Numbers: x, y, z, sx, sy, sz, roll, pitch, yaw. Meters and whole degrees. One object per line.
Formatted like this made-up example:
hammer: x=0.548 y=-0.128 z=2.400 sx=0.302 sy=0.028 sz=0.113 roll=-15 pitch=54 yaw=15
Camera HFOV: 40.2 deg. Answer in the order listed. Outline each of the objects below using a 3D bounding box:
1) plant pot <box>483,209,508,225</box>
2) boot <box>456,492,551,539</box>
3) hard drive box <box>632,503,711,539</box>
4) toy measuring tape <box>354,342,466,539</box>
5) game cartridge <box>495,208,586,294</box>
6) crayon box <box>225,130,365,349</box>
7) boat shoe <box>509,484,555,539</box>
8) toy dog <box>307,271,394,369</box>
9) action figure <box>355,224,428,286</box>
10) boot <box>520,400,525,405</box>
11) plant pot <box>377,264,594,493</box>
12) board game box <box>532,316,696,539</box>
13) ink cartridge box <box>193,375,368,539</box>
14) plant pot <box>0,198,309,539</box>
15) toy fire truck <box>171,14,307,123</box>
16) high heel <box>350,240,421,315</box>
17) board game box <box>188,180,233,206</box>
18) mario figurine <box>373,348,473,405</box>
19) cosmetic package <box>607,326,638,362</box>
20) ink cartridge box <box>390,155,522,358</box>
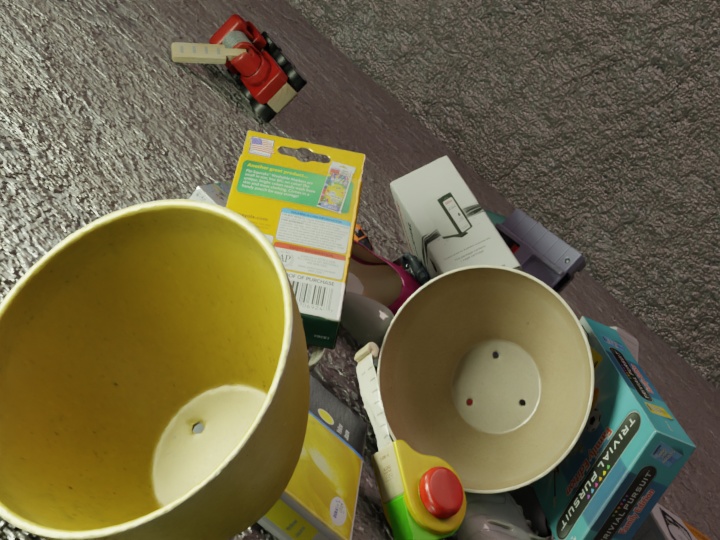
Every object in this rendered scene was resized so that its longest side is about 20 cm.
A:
plant pot: x=0.149 y=0.004 z=1.368 sx=0.159 sy=0.203 sz=0.201 roll=27 pitch=16 yaw=-1
boot: x=0.161 y=0.256 z=0.926 sx=0.198 sy=0.074 sz=0.096 roll=26 pitch=28 yaw=-42
hard drive box: x=0.388 y=0.380 z=1.147 sx=0.155 sy=0.077 sz=0.201 roll=34 pitch=18 yaw=-25
toy measuring tape: x=0.046 y=0.160 z=0.847 sx=0.073 sy=0.073 sz=0.204 roll=19 pitch=50 yaw=-53
game cartridge: x=0.168 y=0.025 z=1.223 sx=0.129 sy=0.200 sz=0.038 roll=41 pitch=-4 yaw=39
crayon box: x=-0.068 y=-0.032 z=0.928 sx=0.123 sy=0.052 sz=0.203 roll=11 pitch=53 yaw=-2
boat shoe: x=0.205 y=0.270 z=1.007 sx=0.200 sy=0.073 sz=0.062 roll=43 pitch=10 yaw=-17
toy dog: x=-0.059 y=0.025 z=0.986 sx=0.201 sy=0.130 sz=0.097 roll=54 pitch=-19 yaw=25
action figure: x=0.006 y=0.013 z=1.222 sx=0.195 sy=0.104 sz=0.200 roll=53 pitch=-14 yaw=7
boot: x=0.224 y=0.164 z=1.257 sx=0.198 sy=0.096 sz=0.074 roll=32 pitch=18 yaw=-32
plant pot: x=0.124 y=0.108 z=0.945 sx=0.200 sy=0.200 sz=0.134 roll=46 pitch=2 yaw=17
board game box: x=0.220 y=0.160 z=0.932 sx=0.046 sy=0.153 sz=0.201 roll=21 pitch=21 yaw=-16
ink cartridge box: x=-0.083 y=0.113 z=0.775 sx=0.199 sy=0.047 sz=0.198 roll=42 pitch=16 yaw=-8
plant pot: x=-0.108 y=0.082 z=0.580 sx=0.201 sy=0.198 sz=0.143 roll=53 pitch=-5 yaw=37
toy fire truck: x=-0.210 y=-0.349 z=1.598 sx=0.200 sy=0.128 sz=0.177 roll=40 pitch=12 yaw=-46
high heel: x=0.000 y=0.000 z=1.066 sx=0.199 sy=0.068 sz=0.096 roll=38 pitch=-3 yaw=1
board game box: x=-0.097 y=-0.020 z=1.111 sx=0.200 sy=0.034 sz=0.134 roll=44 pitch=16 yaw=4
mario figurine: x=0.076 y=0.137 z=1.085 sx=0.199 sy=0.122 sz=0.108 roll=37 pitch=57 yaw=-44
cosmetic package: x=0.272 y=0.174 z=1.176 sx=0.073 sy=0.100 sz=0.205 roll=24 pitch=67 yaw=-46
ink cartridge box: x=0.117 y=-0.010 z=1.149 sx=0.147 sy=0.083 sz=0.202 roll=69 pitch=-5 yaw=-47
